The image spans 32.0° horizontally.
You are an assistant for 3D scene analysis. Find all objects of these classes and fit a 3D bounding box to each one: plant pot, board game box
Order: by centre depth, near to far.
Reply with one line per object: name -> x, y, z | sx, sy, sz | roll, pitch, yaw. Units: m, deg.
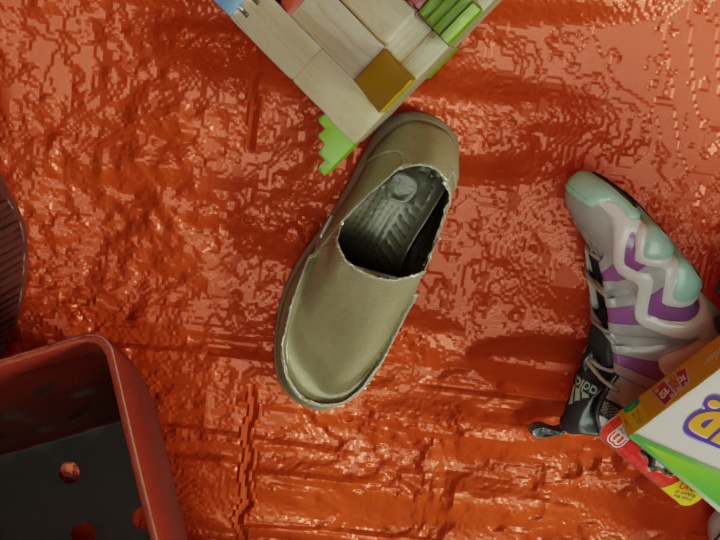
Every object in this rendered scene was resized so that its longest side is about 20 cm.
board game box -> 0.235, 0.060, 0.694 | 0.200, 0.030, 0.095 | -40, 120, 21
plant pot -> -0.190, 0.163, 0.734 | 0.199, 0.176, 0.201 | -16, 81, 5

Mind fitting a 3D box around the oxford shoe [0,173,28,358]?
oxford shoe -> -0.255, -0.034, 0.763 | 0.075, 0.070, 0.201 | 7, 110, 26

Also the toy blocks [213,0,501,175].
toy blocks -> 0.004, -0.174, 0.706 | 0.137, 0.100, 0.200 | 45, 102, 0

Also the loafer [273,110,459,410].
loafer -> 0.000, 0.000, 0.760 | 0.075, 0.068, 0.201 | 21, 105, -6

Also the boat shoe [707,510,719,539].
boat shoe -> 0.283, 0.146, 0.758 | 0.072, 0.066, 0.200 | 23, 136, -21

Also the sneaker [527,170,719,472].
sneaker -> 0.152, 0.049, 0.769 | 0.140, 0.078, 0.200 | -38, 102, 10

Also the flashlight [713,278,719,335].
flashlight -> 0.295, 0.057, 0.749 | 0.200, 0.068, 0.068 | 23, 110, -27
